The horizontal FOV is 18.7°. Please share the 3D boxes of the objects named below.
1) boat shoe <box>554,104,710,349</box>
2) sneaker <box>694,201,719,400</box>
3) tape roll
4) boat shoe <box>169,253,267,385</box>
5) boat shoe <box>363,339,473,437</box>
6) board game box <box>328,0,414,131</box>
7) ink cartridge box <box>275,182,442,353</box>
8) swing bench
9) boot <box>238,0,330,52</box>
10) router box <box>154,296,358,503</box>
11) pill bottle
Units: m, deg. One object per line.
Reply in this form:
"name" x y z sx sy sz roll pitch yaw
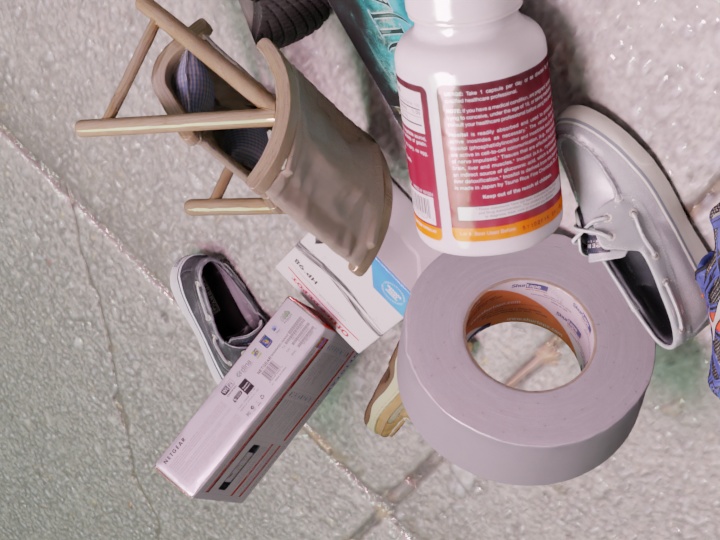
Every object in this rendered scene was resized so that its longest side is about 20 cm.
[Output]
"boat shoe" 0.199 -0.029 1.636 0.201 0.071 0.070 54 153 -12
"sneaker" 0.283 0.019 1.600 0.078 0.075 0.200 41 146 30
"tape roll" 0.130 0.067 1.725 0.200 0.200 0.066 37 151 17
"boat shoe" -0.121 0.070 2.237 0.068 0.072 0.200 -2 120 57
"boat shoe" 0.058 0.111 2.039 0.076 0.072 0.200 30 151 5
"board game box" 0.042 -0.183 1.699 0.135 0.028 0.200 3 130 53
"ink cartridge box" 0.000 0.000 1.965 0.116 0.067 0.200 46 153 -1
"swing bench" -0.087 -0.109 1.798 0.200 0.130 0.199 19 169 30
"boot" -0.085 -0.263 1.742 0.200 0.068 0.131 71 173 -73
"router box" -0.091 0.126 2.055 0.049 0.200 0.179 38 -179 14
"pill bottle" 0.086 -0.121 1.602 0.113 0.113 0.201 18 125 43
